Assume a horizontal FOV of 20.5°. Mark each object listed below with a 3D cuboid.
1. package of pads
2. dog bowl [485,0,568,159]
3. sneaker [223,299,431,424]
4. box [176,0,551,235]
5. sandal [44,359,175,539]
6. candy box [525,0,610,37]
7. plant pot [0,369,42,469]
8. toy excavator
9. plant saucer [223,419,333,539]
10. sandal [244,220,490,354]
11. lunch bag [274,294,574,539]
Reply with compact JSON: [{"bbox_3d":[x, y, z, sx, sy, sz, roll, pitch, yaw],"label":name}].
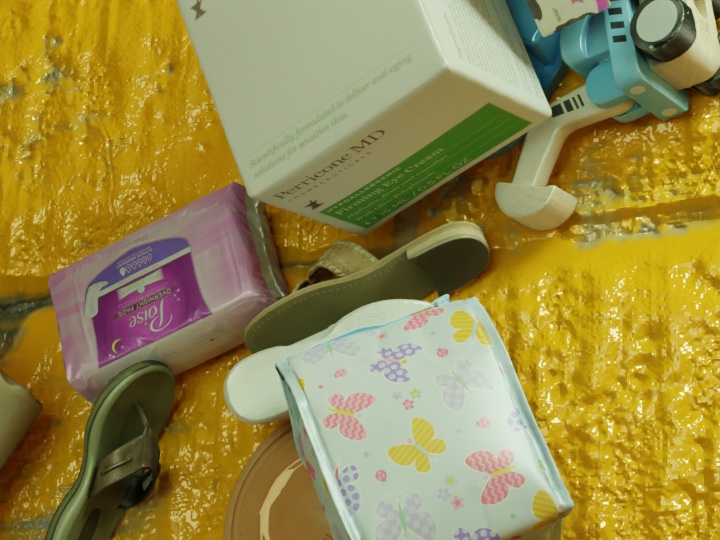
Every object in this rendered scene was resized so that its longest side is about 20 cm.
[{"bbox_3d":[-0.159,0.022,1.681,0.200,0.076,0.121,-26,60,17],"label":"package of pads"},{"bbox_3d":[0.118,-0.178,1.630,0.111,0.050,0.200,30,87,32],"label":"dog bowl"},{"bbox_3d":[-0.011,0.075,1.591,0.200,0.089,0.075,-13,80,-4],"label":"sneaker"},{"bbox_3d":[0.003,-0.168,1.549,0.199,0.171,0.200,-32,64,24],"label":"box"},{"bbox_3d":[-0.196,0.171,1.647,0.057,0.080,0.201,23,92,36],"label":"sandal"},{"bbox_3d":[0.123,-0.294,1.548,0.061,0.136,0.200,-24,40,8],"label":"candy box"},{"bbox_3d":[-0.380,0.140,1.697,0.200,0.201,0.184,34,78,32],"label":"plant pot"},{"bbox_3d":[0.192,-0.146,1.565,0.200,0.100,0.195,-22,60,33],"label":"toy excavator"},{"bbox_3d":[-0.021,0.200,1.570,0.200,0.032,0.201,-10,68,25],"label":"plant saucer"},{"bbox_3d":[0.002,0.004,1.620,0.211,0.078,0.070,-24,42,11],"label":"sandal"},{"bbox_3d":[0.044,0.130,1.483,0.169,0.127,0.200,-19,68,-10],"label":"lunch bag"}]
